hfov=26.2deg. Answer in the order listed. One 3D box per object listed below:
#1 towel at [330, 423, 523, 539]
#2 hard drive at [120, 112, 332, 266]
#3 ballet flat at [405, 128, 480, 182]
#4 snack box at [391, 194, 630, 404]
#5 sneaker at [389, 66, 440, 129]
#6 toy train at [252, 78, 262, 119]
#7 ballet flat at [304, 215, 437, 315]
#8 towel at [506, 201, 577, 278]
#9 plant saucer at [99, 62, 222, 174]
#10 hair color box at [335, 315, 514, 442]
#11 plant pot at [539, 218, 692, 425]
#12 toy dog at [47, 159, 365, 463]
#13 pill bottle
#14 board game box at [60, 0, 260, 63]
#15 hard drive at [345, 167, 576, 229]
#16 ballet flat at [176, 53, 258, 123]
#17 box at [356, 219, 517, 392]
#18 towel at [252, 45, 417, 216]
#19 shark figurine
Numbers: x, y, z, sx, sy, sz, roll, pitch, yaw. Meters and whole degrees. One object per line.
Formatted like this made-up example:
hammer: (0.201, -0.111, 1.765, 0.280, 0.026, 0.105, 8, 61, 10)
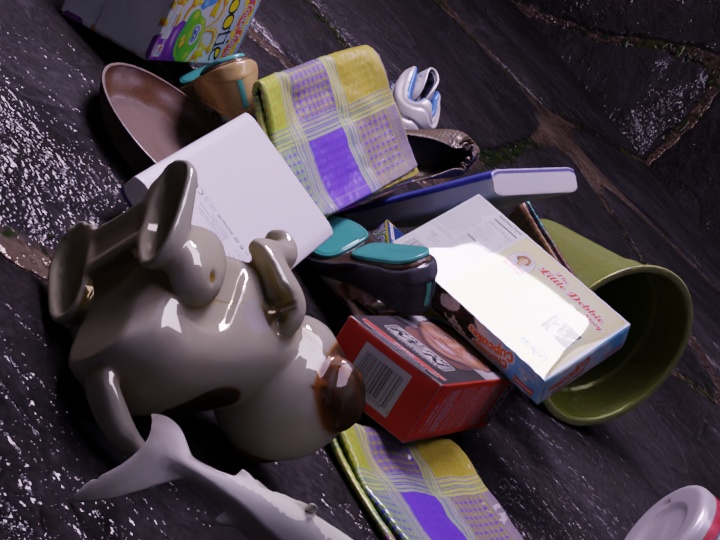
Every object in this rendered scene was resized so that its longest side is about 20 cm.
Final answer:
towel: (0.057, 0.180, 1.236, 0.200, 0.023, 0.144, 20, 32, -54)
hard drive: (-0.104, -0.047, 1.274, 0.132, 0.025, 0.200, 54, 29, -4)
ballet flat: (0.047, -0.113, 1.568, 0.200, 0.068, 0.046, -7, 18, -40)
snack box: (0.132, 0.022, 1.404, 0.116, 0.037, 0.200, -29, 58, -32)
sneaker: (0.042, -0.182, 1.794, 0.081, 0.146, 0.200, 40, 19, -17)
toy train: (-0.050, -0.138, 1.585, 0.200, 0.085, 0.114, 22, -1, -43)
ballet flat: (0.000, 0.000, 1.402, 0.073, 0.073, 0.200, 32, -7, -37)
towel: (0.164, 0.029, 1.564, 0.022, 0.200, 0.147, -27, 79, -27)
plant saucer: (-0.156, -0.101, 1.360, 0.200, 0.032, 0.200, 41, 18, -17)
hair color box: (0.053, 0.089, 1.326, 0.101, 0.061, 0.200, 37, 12, 20)
plant pot: (0.231, 0.038, 1.724, 0.200, 0.200, 0.190, 30, 11, -41)
toy dog: (-0.086, 0.051, 1.018, 0.200, 0.139, 0.194, 33, 35, -35)
pill bottle: (0.347, 0.309, 1.449, 0.200, 0.120, 0.120, 44, 18, -7)
board game box: (-0.184, -0.270, 1.509, 0.103, 0.105, 0.200, 30, 15, 12)
hard drive: (0.101, -0.072, 1.582, 0.132, 0.200, 0.025, -5, 85, -46)
ballet flat: (-0.134, -0.167, 1.473, 0.200, 0.069, 0.063, -154, -136, -78)
box: (0.077, 0.044, 1.514, 0.200, 0.064, 0.070, 40, 19, -20)
towel: (-0.021, -0.129, 1.448, 0.200, 0.023, 0.144, -25, 100, -53)
shark figurine: (-0.057, 0.171, 0.919, 0.128, 0.090, 0.214, 16, -18, 46)
